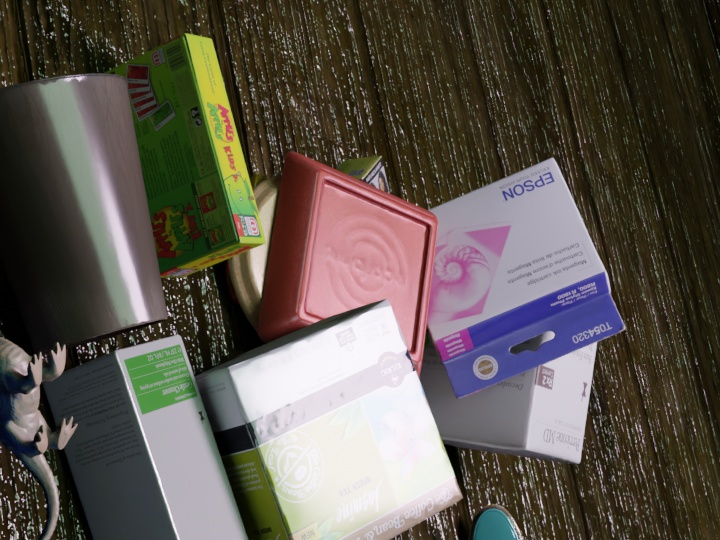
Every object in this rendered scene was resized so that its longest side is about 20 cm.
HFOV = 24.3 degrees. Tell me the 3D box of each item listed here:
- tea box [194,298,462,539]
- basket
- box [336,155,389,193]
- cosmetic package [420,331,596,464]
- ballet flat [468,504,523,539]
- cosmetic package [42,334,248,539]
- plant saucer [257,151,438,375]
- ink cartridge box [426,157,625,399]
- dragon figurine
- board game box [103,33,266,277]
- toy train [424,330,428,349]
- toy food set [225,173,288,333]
[{"bbox_3d":[-0.046,0.158,1.493,0.199,0.133,0.199,-23,93,-40],"label":"tea box"},{"bbox_3d":[-0.236,-0.043,1.352,0.180,0.135,0.203,-9,84,-68],"label":"basket"},{"bbox_3d":[0.013,-0.017,1.819,0.075,0.049,0.202,-51,133,-61],"label":"box"},{"bbox_3d":[0.158,0.101,1.863,0.164,0.163,0.203,21,76,-59],"label":"cosmetic package"},{"bbox_3d":[0.167,0.367,1.893,0.070,0.070,0.202,5,67,-60],"label":"ballet flat"},{"bbox_3d":[-0.173,0.166,1.372,0.107,0.084,0.202,-16,85,-65],"label":"cosmetic package"},{"bbox_3d":[0.000,0.000,1.673,0.198,0.037,0.202,22,66,-32],"label":"plant saucer"},{"bbox_3d":[0.152,0.006,1.754,0.043,0.194,0.202,65,2,-64],"label":"ink cartridge box"},{"bbox_3d":[-0.272,0.105,1.257,0.059,0.098,0.203,-35,122,-63],"label":"dragon figurine"},{"bbox_3d":[-0.164,-0.105,1.550,0.047,0.101,0.202,0,72,-60],"label":"board game box"},{"bbox_3d":[0.021,0.094,1.757,0.200,0.041,0.057,-49,115,-35],"label":"toy train"},{"bbox_3d":[-0.054,-0.003,1.687,0.199,0.048,0.200,28,62,-30],"label":"toy food set"}]
